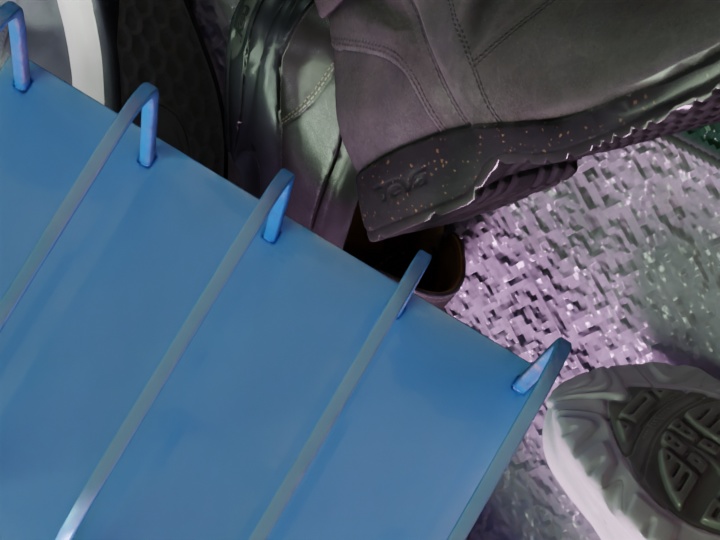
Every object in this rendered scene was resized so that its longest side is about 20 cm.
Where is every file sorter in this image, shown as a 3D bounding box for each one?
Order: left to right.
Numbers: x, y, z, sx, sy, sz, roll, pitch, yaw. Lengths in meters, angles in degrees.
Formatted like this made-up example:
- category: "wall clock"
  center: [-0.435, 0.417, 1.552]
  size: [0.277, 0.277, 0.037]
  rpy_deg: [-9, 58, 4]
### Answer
- category: "file sorter"
  center: [-0.055, 0.032, 0.863]
  size: [0.200, 0.139, 0.123]
  rpy_deg: [31, 169, 2]

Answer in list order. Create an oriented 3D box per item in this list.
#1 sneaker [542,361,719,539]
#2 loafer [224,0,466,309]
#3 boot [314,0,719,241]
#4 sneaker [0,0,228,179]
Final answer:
- category: "sneaker"
  center: [0.124, 0.112, 0.886]
  size: [0.200, 0.078, 0.100]
  rpy_deg: [43, 143, 26]
- category: "loafer"
  center: [0.000, 0.000, 0.973]
  size: [0.072, 0.073, 0.201]
  rpy_deg: [20, 127, 37]
- category: "boot"
  center: [0.053, -0.095, 0.840]
  size: [0.199, 0.070, 0.132]
  rpy_deg: [-20, 85, 37]
- category: "sneaker"
  center: [-0.132, -0.072, 1.051]
  size: [0.146, 0.077, 0.203]
  rpy_deg: [-9, 96, 29]
